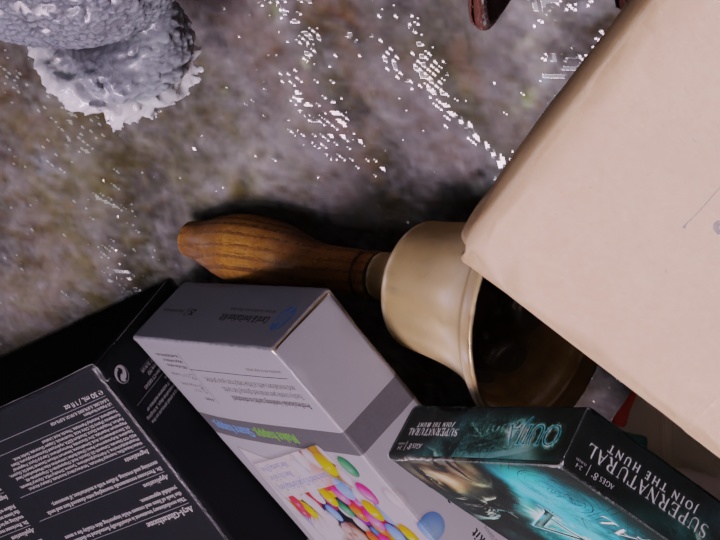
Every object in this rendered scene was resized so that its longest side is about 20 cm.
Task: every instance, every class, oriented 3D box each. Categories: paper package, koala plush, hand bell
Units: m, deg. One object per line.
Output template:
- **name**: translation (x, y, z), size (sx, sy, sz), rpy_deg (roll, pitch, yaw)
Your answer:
- **paper package**: translation (0.164, -0.034, 0.863), size (0.190, 0.103, 0.200), rpy_deg (38, 124, 2)
- **koala plush**: translation (-0.158, -0.140, 1.107), size (0.199, 0.184, 0.178), rpy_deg (12, 131, 6)
- **hand bell**: translation (0.000, 0.000, 1.188), size (0.199, 0.104, 0.104), rpy_deg (13, 131, 38)

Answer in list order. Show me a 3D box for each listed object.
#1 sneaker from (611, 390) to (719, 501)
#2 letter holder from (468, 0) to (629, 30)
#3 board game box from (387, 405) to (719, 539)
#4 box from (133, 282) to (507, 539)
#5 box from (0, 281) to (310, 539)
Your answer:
- **sneaker**: translation (0.173, 0.069, 1.093), size (0.070, 0.094, 0.199), rpy_deg (37, 162, -33)
- **letter holder**: translation (0.103, -0.184, 0.930), size (0.100, 0.142, 0.201), rpy_deg (14, 130, 19)
- **board game box**: translation (0.121, 0.116, 1.098), size (0.200, 0.028, 0.135), rpy_deg (35, 162, -22)
- **box**: translation (0.001, 0.091, 1.217), size (0.200, 0.041, 0.156), rpy_deg (50, 161, -19)
- **box**: translation (-0.135, 0.108, 1.334), size (0.200, 0.079, 0.141), rpy_deg (-23, 108, 39)
